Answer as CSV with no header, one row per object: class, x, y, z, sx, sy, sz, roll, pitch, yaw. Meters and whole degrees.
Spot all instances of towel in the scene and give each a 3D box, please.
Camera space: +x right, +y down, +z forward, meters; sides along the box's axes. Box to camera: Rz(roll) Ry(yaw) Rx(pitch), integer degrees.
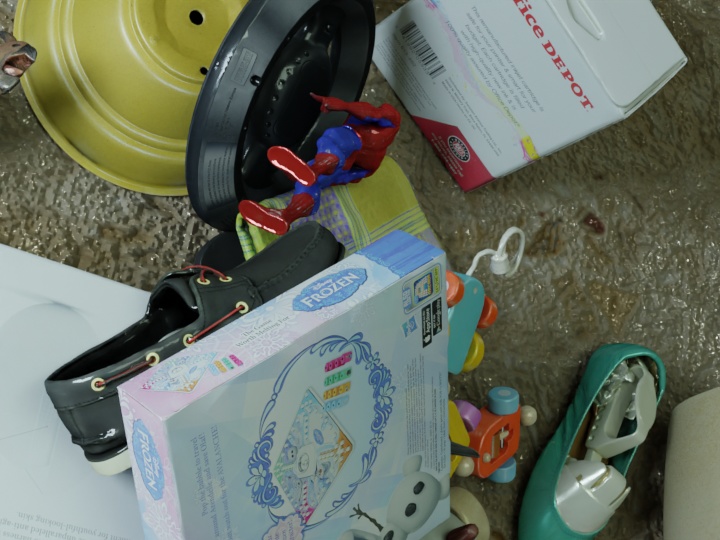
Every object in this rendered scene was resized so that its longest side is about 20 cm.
towel,0.000,0.000,0.990,0.200,0.023,0.144,-24,90,-54

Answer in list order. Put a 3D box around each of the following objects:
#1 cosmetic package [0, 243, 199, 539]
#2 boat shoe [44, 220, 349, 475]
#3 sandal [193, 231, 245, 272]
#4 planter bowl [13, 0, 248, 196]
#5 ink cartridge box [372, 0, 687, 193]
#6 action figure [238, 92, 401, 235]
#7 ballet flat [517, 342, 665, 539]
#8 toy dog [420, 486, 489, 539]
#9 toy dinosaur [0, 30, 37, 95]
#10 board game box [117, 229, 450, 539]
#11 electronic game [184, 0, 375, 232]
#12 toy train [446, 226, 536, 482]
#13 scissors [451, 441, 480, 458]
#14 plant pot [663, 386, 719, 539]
cosmetic package,-0.210,0.102,0.829,0.199,0.123,0.200,20,67,-26
boat shoe,-0.085,0.028,0.806,0.201,0.074,0.063,-39,110,-29
sandal,-0.021,0.026,0.999,0.200,0.045,0.075,29,66,-20
planter bowl,-0.123,-0.157,0.965,0.200,0.083,0.201,8,74,-27
ink cartridge box,0.112,-0.157,1.027,0.083,0.200,0.146,-39,98,-30
action figure,-0.018,-0.078,0.945,0.052,0.066,0.200,31,25,11
ballet flat,0.175,0.136,1.068,0.067,0.070,0.200,35,64,-18
toy dog,0.076,0.237,0.973,0.132,0.096,0.200,-44,100,-29
toy dinosaur,-0.306,-0.112,0.857,0.200,0.086,0.136,22,57,-6
board game box,-0.032,0.106,0.804,0.199,0.043,0.200,-30,132,-35
electronic game,-0.050,-0.117,0.946,0.042,0.200,0.200,28,60,18
toy train,0.065,0.070,0.987,0.150,0.056,0.200,-35,130,-47
scissors,-0.009,0.099,0.890,0.200,0.014,0.073,35,86,-34
plant pot,0.304,0.191,1.081,0.187,0.187,0.200,4,62,-28
